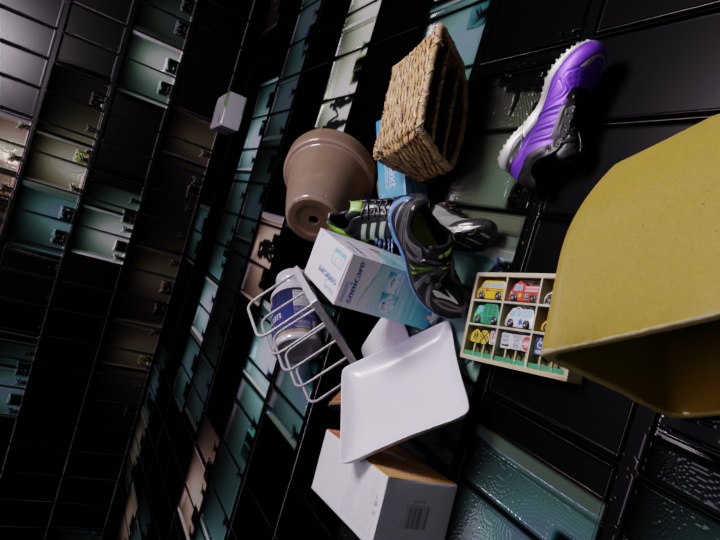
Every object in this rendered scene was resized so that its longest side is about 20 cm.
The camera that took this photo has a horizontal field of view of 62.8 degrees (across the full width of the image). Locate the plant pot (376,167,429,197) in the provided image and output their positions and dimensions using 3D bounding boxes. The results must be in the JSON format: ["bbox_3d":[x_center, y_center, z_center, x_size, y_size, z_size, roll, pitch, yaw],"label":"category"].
[{"bbox_3d":[0.084,-0.211,1.155,0.200,0.027,0.203,-39,43,48],"label":"plant pot"}]

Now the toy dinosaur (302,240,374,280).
[{"bbox_3d":[-0.031,-0.017,1.121,0.136,0.102,0.200,-49,6,0],"label":"toy dinosaur"}]

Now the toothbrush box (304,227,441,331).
[{"bbox_3d":[0.028,0.015,0.957,0.146,0.197,0.086,41,111,61],"label":"toothbrush box"}]

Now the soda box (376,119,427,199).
[{"bbox_3d":[0.075,-0.174,1.061,0.067,0.064,0.204,-12,77,45],"label":"soda box"}]

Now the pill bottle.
[{"bbox_3d":[-0.148,0.098,1.334,0.111,0.110,0.202,-49,36,38],"label":"pill bottle"}]

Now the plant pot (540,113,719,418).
[{"bbox_3d":[0.295,-0.006,0.501,0.194,0.194,0.203,-28,43,54],"label":"plant pot"}]

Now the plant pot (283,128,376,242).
[{"bbox_3d":[-0.076,-0.152,1.190,0.200,0.198,0.176,-46,20,41],"label":"plant pot"}]

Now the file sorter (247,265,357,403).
[{"bbox_3d":[-0.104,0.126,1.108,0.124,0.201,0.139,-33,33,-3],"label":"file sorter"}]

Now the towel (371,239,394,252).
[{"bbox_3d":[0.000,0.000,1.178,0.199,0.048,0.114,-24,55,55],"label":"towel"}]

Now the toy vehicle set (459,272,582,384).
[{"bbox_3d":[0.213,0.068,0.771,0.199,0.026,0.126,1,77,62],"label":"toy vehicle set"}]

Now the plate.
[{"bbox_3d":[0.061,0.181,0.872,0.197,0.033,0.201,-26,28,14],"label":"plate"}]

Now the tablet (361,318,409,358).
[{"bbox_3d":[0.053,0.167,1.029,0.131,0.013,0.201,-57,33,29],"label":"tablet"}]

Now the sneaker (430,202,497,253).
[{"bbox_3d":[0.141,-0.073,0.931,0.199,0.073,0.081,6,76,62],"label":"sneaker"}]

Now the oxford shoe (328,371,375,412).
[{"bbox_3d":[0.000,0.217,1.043,0.200,0.070,0.072,-42,28,58],"label":"oxford shoe"}]

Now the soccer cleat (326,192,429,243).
[{"bbox_3d":[0.025,-0.091,0.989,0.198,0.081,0.068,-16,51,41],"label":"soccer cleat"}]

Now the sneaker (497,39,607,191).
[{"bbox_3d":[0.269,-0.190,0.768,0.202,0.069,0.100,-62,37,30],"label":"sneaker"}]

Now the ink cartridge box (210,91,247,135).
[{"bbox_3d":[-0.571,-0.675,2.545,0.199,0.083,0.147,14,88,62],"label":"ink cartridge box"}]

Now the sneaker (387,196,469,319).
[{"bbox_3d":[0.105,-0.014,0.860,0.202,0.070,0.082,64,158,-13],"label":"sneaker"}]

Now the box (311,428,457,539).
[{"bbox_3d":[0.029,0.321,0.876,0.199,0.123,0.099,9,84,62],"label":"box"}]

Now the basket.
[{"bbox_3d":[0.127,-0.263,0.974,0.148,0.141,0.203,-21,53,60],"label":"basket"}]
